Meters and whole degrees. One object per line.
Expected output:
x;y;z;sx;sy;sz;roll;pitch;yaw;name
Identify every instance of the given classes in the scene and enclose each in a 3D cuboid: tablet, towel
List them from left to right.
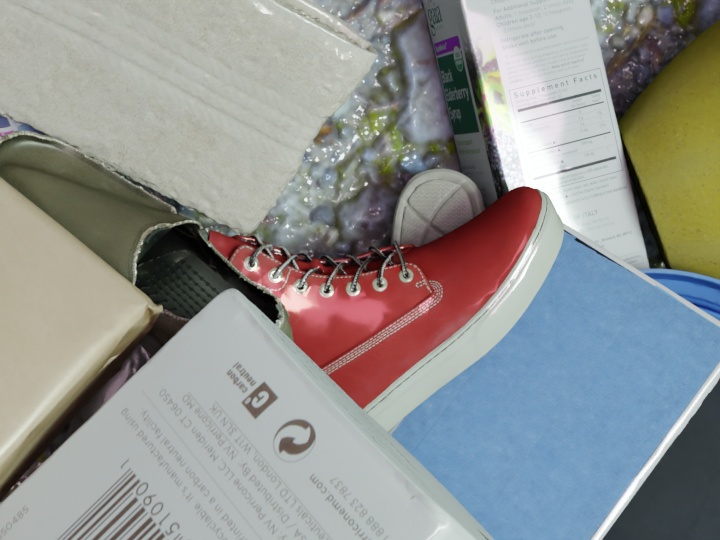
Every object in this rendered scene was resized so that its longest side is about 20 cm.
-0.108;-0.110;0.779;0.200;0.034;0.133;28;116;-19;towel
0.098;0.081;0.823;0.130;0.014;0.200;34;80;22;tablet

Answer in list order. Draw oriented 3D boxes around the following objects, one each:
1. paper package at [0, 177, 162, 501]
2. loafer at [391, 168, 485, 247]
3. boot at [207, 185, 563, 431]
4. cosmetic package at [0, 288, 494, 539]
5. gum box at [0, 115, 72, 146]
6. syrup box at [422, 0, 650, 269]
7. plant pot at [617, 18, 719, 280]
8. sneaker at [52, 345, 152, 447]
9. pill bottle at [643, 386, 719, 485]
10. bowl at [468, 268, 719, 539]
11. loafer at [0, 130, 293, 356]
-0.229;0.031;0.674;0.200;0.103;0.191;40;63;-1;paper package
0.041;0.040;0.904;0.072;0.063;0.200;11;93;10;loafer
0.000;0.000;0.817;0.200;0.072;0.144;-43;110;10;boot
-0.032;0.149;0.700;0.165;0.165;0.200;-44;145;-2;cosmetic package
-0.204;-0.098;0.831;0.200;0.066;0.114;-29;101;-11;gum box
0.102;-0.086;0.902;0.081;0.079;0.200;-16;97;-12;syrup box
0.235;-0.063;0.893;0.142;0.200;0.200;-20;98;8;plant pot
-0.125;0.109;0.867;0.092;0.076;0.200;-16;89;-5;sneaker
0.164;0.108;0.910;0.200;0.112;0.112;-46;102;-8;pill bottle
0.160;0.098;0.832;0.200;0.039;0.201;-5;67;11;bowl
-0.109;-0.012;0.754;0.200;0.070;0.075;34;53;6;loafer
